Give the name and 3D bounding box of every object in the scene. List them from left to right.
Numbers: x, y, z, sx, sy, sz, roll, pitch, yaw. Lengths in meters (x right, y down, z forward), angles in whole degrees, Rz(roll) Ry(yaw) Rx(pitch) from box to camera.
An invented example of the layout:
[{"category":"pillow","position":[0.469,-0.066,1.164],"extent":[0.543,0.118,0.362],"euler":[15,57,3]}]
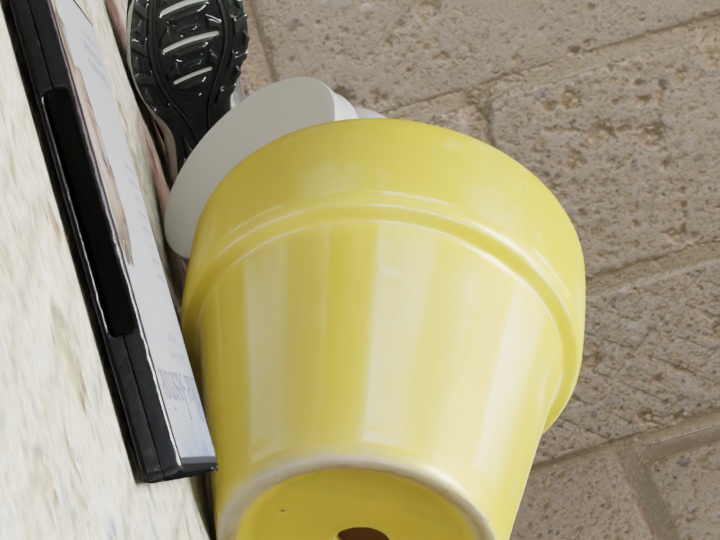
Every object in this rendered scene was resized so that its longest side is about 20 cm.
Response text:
[{"category":"dvd case","position":[-0.096,-0.015,0.794],"extent":[0.143,0.017,0.201],"euler":[82,-8,-85]},{"category":"sneaker","position":[-0.106,-0.119,1.223],"extent":[0.201,0.074,0.079],"euler":[82,-15,-44]},{"category":"supplement tub","position":[0.000,0.000,1.137],"extent":[0.200,0.145,0.145],"euler":[42,18,-34]},{"category":"plant pot","position":[0.006,0.062,0.962],"extent":[0.189,0.200,0.201],"euler":[-83,163,-46]}]
